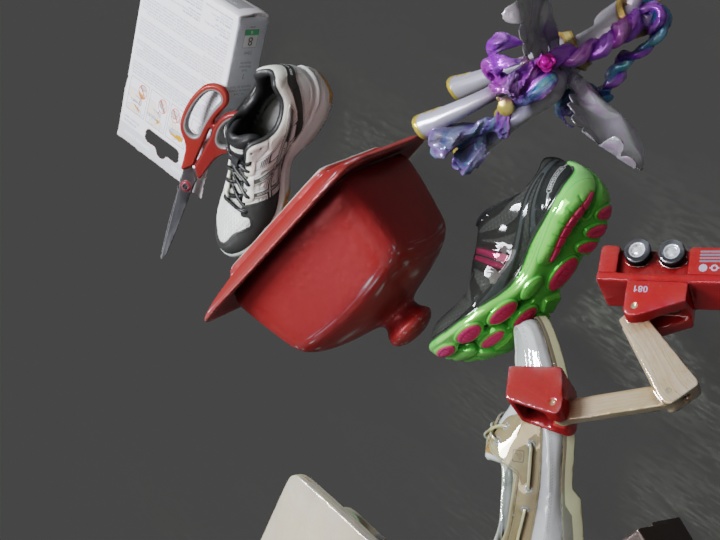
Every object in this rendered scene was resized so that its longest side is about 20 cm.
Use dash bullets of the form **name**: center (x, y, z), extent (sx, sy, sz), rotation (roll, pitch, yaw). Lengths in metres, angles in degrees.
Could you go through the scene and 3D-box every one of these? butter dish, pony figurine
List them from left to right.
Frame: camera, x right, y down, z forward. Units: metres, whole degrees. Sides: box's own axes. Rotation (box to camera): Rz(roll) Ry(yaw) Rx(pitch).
- **butter dish**: center (0.000, 0.000, 1.020), extent (0.148, 0.199, 0.200), rotation (47, 116, 5)
- **pony figurine**: center (0.140, -0.149, 0.918), extent (0.199, 0.193, 0.167), rotation (-27, 103, 31)

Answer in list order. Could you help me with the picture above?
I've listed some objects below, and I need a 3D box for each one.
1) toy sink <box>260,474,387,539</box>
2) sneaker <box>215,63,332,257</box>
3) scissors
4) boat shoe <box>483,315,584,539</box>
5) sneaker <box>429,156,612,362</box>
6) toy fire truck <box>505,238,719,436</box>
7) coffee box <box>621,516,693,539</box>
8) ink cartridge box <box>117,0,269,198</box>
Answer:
- **toy sink**: center (-0.019, 0.284, 1.029), extent (0.130, 0.111, 0.202), rotation (35, 111, 34)
- **sneaker**: center (-0.106, -0.108, 1.149), extent (0.075, 0.087, 0.202), rotation (33, 107, 32)
- **scissors**: center (-0.178, -0.101, 1.224), extent (0.073, 0.014, 0.200), rotation (37, 119, -6)
- **boat shoe**: center (0.131, 0.137, 0.940), extent (0.068, 0.075, 0.203), rotation (-5, 81, 1)
- **sneaker**: center (0.125, -0.006, 0.983), extent (0.201, 0.076, 0.084), rotation (-52, 41, 18)
- **toy fire truck**: center (0.214, 0.050, 0.866), extent (0.198, 0.049, 0.142), rotation (2, 63, 27)
- **coffee box**: center (0.178, 0.287, 0.897), extent (0.200, 0.079, 0.115), rotation (-44, 62, 26)
- **ink cartridge box**: center (-0.178, -0.202, 1.251), extent (0.160, 0.050, 0.202), rotation (36, 125, 34)
